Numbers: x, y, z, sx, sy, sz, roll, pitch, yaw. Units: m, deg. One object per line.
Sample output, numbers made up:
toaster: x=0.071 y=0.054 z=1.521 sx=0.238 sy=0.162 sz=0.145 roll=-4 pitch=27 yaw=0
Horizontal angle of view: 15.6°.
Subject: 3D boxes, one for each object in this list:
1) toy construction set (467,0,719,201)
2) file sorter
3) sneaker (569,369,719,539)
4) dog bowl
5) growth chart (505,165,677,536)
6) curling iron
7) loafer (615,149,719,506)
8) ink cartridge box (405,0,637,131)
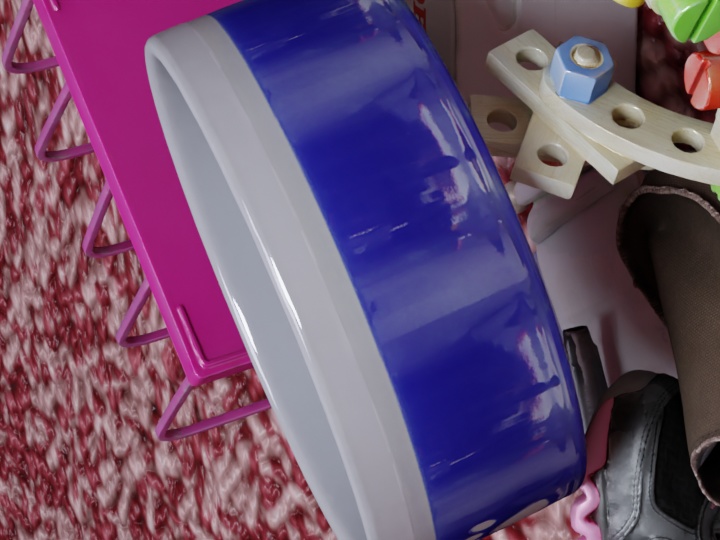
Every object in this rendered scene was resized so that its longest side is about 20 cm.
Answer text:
toy construction set: x=0.106 y=-0.074 z=0.780 sx=0.200 sy=0.131 sz=0.092 roll=117 pitch=140 yaw=-61
file sorter: x=-0.060 y=-0.044 z=1.154 sx=0.200 sy=0.139 sz=0.125 roll=67 pitch=157 yaw=13
sneaker: x=0.138 y=0.125 z=0.920 sx=0.095 sy=0.079 sz=0.200 roll=-8 pitch=108 yaw=34
dog bowl: x=0.000 y=0.000 z=0.891 sx=0.200 sy=0.079 sz=0.201 roll=157 pitch=90 yaw=-83
growth chart: x=0.103 y=0.044 z=1.009 sx=0.145 sy=0.018 sz=0.201 roll=-18 pitch=90 yaw=67
curling iron: x=0.097 y=0.118 z=1.023 sx=0.050 sy=0.026 sz=0.201 roll=17 pitch=123 yaw=58
loafer: x=0.137 y=0.039 z=0.863 sx=0.200 sy=0.071 sz=0.073 roll=55 pitch=151 yaw=34
ink cartridge box: x=0.018 y=-0.150 z=0.977 sx=0.200 sy=0.084 sz=0.146 roll=43 pitch=144 yaw=47
